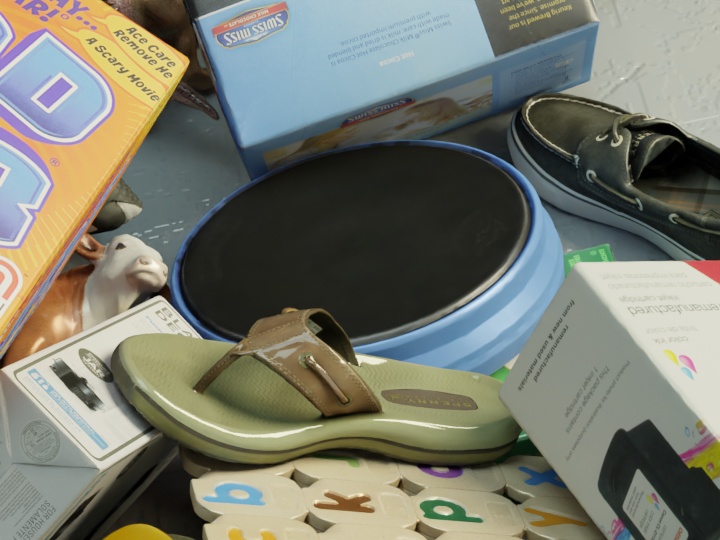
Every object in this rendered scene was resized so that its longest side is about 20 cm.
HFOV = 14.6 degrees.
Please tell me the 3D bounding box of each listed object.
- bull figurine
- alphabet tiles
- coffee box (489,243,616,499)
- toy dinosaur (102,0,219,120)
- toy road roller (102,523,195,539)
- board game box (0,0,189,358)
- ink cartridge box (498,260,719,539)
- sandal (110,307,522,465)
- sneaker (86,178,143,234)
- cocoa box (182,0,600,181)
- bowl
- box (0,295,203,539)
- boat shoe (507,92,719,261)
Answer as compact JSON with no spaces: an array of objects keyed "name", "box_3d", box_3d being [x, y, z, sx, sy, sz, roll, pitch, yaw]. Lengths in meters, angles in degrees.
[{"name":"bull figurine","box_3d":[-0.185,0.045,1.419,0.200,0.065,0.121,-12,42,22]},{"name":"alphabet tiles","box_3d":[0.022,0.108,1.223,0.195,0.015,0.200,5,23,-14]},{"name":"coffee box","box_3d":[0.044,0.062,1.371,0.200,0.044,0.123,-15,42,-3]},{"name":"toy dinosaur","box_3d":[-0.132,-0.164,1.583,0.086,0.136,0.200,-14,44,-1]},{"name":"toy road roller","box_3d":[-0.107,0.222,1.184,0.200,0.123,0.146,-38,53,-18]},{"name":"board game box","box_3d":[-0.233,-0.032,1.244,0.200,0.200,0.200,33,46,-4]},{"name":"ink cartridge box","box_3d":[0.179,0.089,1.220,0.146,0.083,0.200,-1,41,-40]},{"name":"sandal","box_3d":[-0.017,0.044,1.253,0.201,0.057,0.080,4,31,-25]},{"name":"sneaker","box_3d":[-0.180,-0.035,1.481,0.080,0.074,0.200,-45,19,-17]},{"name":"cocoa box","box_3d":[0.013,-0.140,1.485,0.200,0.133,0.131,-19,80,-1]},{"name":"bowl","box_3d":[0.000,0.000,1.390,0.200,0.039,0.201,-10,33,7]},{"name":"box","box_3d":[-0.136,0.085,1.253,0.060,0.200,0.117,44,105,5]},{"name":"boat shoe","box_3d":[0.153,-0.052,1.454,0.069,0.057,0.200,-37,48,-24]}]
